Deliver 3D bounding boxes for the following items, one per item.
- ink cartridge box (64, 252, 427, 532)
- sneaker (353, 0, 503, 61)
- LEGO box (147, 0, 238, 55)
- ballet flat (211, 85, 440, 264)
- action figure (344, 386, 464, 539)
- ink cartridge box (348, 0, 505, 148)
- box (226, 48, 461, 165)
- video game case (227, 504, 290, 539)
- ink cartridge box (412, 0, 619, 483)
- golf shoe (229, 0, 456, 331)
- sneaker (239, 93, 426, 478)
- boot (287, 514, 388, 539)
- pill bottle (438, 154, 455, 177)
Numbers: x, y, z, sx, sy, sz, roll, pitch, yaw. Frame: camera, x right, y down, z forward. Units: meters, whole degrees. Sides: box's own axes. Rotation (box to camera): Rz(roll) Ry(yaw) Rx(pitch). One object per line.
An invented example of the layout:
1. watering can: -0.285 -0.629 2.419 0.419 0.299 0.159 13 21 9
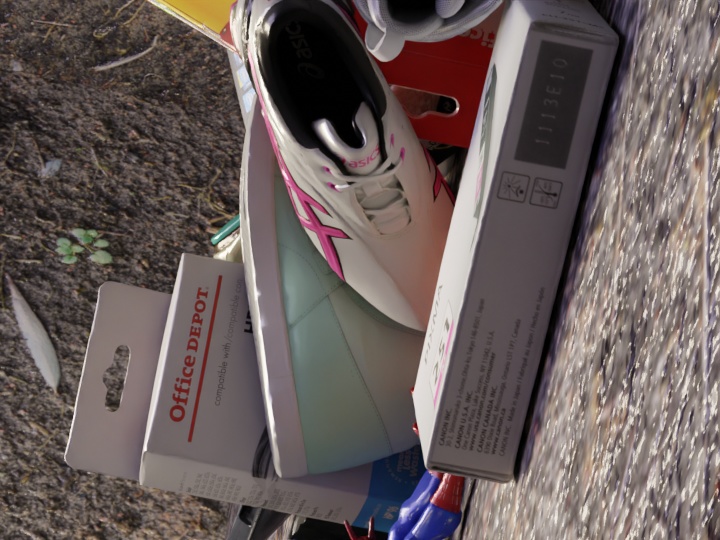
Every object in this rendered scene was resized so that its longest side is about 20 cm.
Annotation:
1. ink cartridge box: -0.052 0.064 1.154 0.068 0.198 0.117 113 167 -67
2. sneaker: 0.059 -0.179 0.944 0.200 0.075 0.115 -53 14 22
3. LEGO box: -0.024 -0.207 1.158 0.201 0.077 0.149 -60 36 5
4. ballet flat: -0.005 -0.049 1.164 0.200 0.062 0.067 -42 2 38
5. action figure: 0.017 0.158 1.070 0.066 0.051 0.201 -104 23 -67
6. ink cartridge box: 0.045 -0.169 1.052 0.067 0.115 0.201 -93 16 -68
7. box: -0.008 -0.138 1.247 0.161 0.049 0.201 -35 60 41
8. video game case: -0.020 0.091 1.338 0.143 0.019 0.200 -43 -16 -34
9. ink cartridge box: 0.063 -0.029 0.968 0.174 0.043 0.201 -100 22 -73
10. golf shoe: -0.005 -0.050 1.010 0.201 0.072 0.092 61 -174 -18
11. sneaker: 0.000 0.000 1.108 0.074 0.117 0.202 115 147 -80
12. boot: -0.021 0.189 1.276 0.163 0.073 0.199 111 176 -52
13. pill bottle: 0.013 -0.122 1.338 0.113 0.112 0.202 -149 69 -85
